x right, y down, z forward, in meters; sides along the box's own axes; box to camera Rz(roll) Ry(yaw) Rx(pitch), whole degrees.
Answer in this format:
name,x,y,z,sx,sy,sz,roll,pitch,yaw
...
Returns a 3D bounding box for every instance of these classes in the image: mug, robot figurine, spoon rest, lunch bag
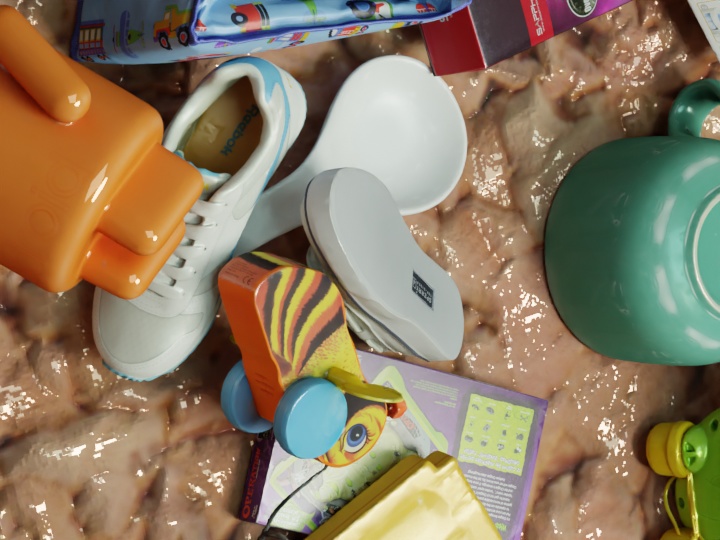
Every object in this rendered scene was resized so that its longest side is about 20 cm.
name,x,y,z,sx,sy,sz,roll,pitch,yaw
mug,0.213,-0.029,1.454,0.152,0.114,0.185,-12,99,-32
robot figurine,-0.184,-0.066,1.163,0.200,0.144,0.117,29,86,3
spoon rest,-0.013,-0.061,1.335,0.200,0.061,0.099,-32,101,-27
lunch bag,-0.044,-0.160,1.260,0.200,0.151,0.094,2,90,-33

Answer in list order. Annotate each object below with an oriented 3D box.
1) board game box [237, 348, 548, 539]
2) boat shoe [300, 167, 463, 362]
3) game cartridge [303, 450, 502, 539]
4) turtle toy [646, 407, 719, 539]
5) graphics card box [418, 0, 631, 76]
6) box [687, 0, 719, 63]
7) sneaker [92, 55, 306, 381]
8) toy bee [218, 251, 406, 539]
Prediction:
name,x,y,z,sx,sy,sz,roll,pitch,yaw
board game box,0.024,0.119,1.388,0.200,0.032,0.120,17,78,-32
boat shoe,0.000,0.000,1.305,0.200,0.066,0.072,42,49,-59
game cartridge,0.029,0.235,1.371,0.176,0.032,0.200,-38,117,-18
turtle toy,0.284,0.175,1.507,0.101,0.146,0.200,-16,102,-53
graphics card box,0.111,-0.214,1.405,0.200,0.051,0.126,-27,105,-40
box,0.268,-0.235,1.458,0.200,0.101,0.113,56,43,-30
sneaker,-0.101,-0.032,1.245,0.076,0.081,0.200,25,92,9
toy bee,-0.027,0.071,1.289,0.109,0.131,0.200,-25,141,-35
